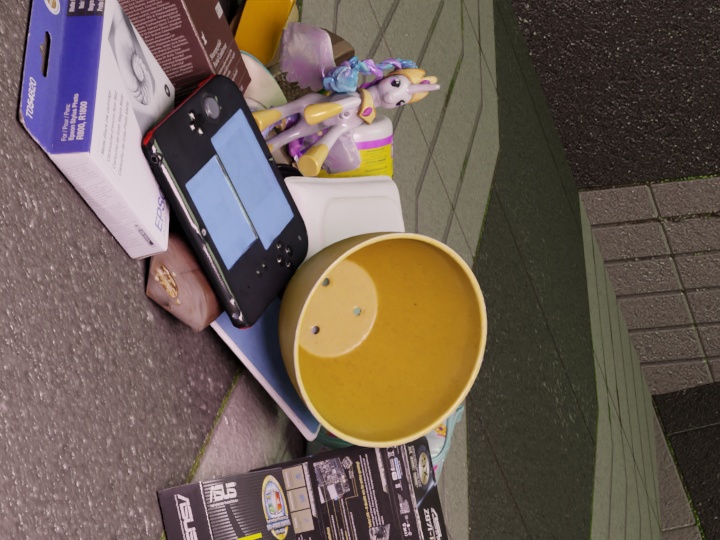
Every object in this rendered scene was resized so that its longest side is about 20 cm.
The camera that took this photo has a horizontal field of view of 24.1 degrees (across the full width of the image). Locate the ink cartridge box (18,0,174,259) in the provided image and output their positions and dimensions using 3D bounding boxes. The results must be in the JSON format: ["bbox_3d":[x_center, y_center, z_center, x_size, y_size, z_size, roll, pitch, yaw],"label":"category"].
[{"bbox_3d":[-0.223,-0.146,1.468,0.200,0.040,0.201,55,26,-49],"label":"ink cartridge box"}]

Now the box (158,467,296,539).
[{"bbox_3d":[-0.106,0.263,1.501,0.200,0.044,0.162,12,65,-72],"label":"box"}]

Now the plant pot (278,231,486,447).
[{"bbox_3d":[0.001,0.050,1.601,0.142,0.199,0.201,26,-39,62],"label":"plant pot"}]

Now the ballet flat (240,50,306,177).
[{"bbox_3d":[-0.105,-0.151,1.835,0.201,0.069,0.070,59,23,-45],"label":"ballet flat"}]

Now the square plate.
[{"bbox_3d":[0.000,0.000,1.750,0.197,0.028,0.202,-6,87,-55],"label":"square plate"}]

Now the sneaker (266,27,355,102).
[{"bbox_3d":[-0.084,-0.245,1.996,0.075,0.071,0.200,35,28,15],"label":"sneaker"}]

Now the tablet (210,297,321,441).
[{"bbox_3d":[-0.095,0.063,1.653,0.200,0.014,0.130,50,26,-14],"label":"tablet"}]

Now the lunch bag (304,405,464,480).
[{"bbox_3d":[0.029,0.156,1.819,0.201,0.159,0.078,-72,172,-55],"label":"lunch bag"}]

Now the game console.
[{"bbox_3d":[-0.119,-0.068,1.560,0.201,0.031,0.177,64,25,-17],"label":"game console"}]

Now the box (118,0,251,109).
[{"bbox_3d":[-0.180,-0.244,1.640,0.100,0.074,0.201,-75,145,-59],"label":"box"}]

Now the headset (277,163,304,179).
[{"bbox_3d":[-0.055,-0.072,1.801,0.123,0.094,0.200,41,11,27],"label":"headset"}]

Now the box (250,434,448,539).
[{"bbox_3d":[-0.001,0.273,1.632,0.086,0.162,0.202,16,60,-71],"label":"box"}]

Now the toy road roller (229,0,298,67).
[{"bbox_3d":[-0.127,-0.341,1.870,0.123,0.145,0.201,-75,-176,-60],"label":"toy road roller"}]

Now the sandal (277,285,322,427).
[{"bbox_3d":[-0.075,0.070,1.745,0.080,0.054,0.202,1,69,-48],"label":"sandal"}]

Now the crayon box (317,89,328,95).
[{"bbox_3d":[-0.025,-0.128,2.081,0.173,0.058,0.202,-63,136,-64],"label":"crayon box"}]

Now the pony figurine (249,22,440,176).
[{"bbox_3d":[-0.040,-0.160,1.714,0.199,0.192,0.168,-32,114,-39],"label":"pony figurine"}]

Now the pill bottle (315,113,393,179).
[{"bbox_3d":[-0.013,-0.078,1.950,0.104,0.103,0.202,-55,146,-69],"label":"pill bottle"}]

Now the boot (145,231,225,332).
[{"bbox_3d":[-0.155,-0.042,1.583,0.187,0.064,0.200,60,28,4],"label":"boot"}]
